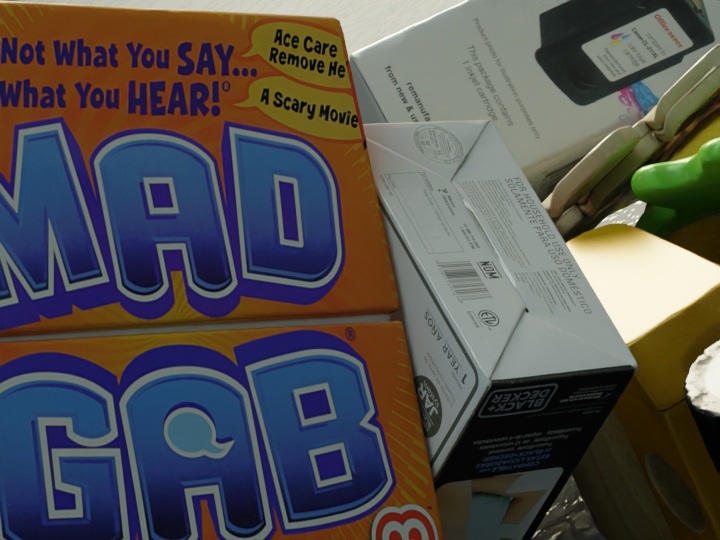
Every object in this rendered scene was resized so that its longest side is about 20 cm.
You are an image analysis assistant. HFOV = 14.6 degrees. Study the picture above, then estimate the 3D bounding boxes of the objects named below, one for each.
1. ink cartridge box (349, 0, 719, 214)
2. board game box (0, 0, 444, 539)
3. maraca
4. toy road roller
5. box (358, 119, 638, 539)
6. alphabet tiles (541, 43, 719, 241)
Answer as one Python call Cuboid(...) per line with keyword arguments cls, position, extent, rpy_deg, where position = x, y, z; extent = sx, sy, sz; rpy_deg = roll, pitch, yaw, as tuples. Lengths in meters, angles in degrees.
Cuboid(cls="ink cartridge box", position=(0.101, -0.079, 1.228), extent=(0.200, 0.083, 0.146), rpy_deg=(-26, -14, -7))
Cuboid(cls="board game box", position=(-0.123, 0.041, 0.880), extent=(0.200, 0.200, 0.200), rpy_deg=(-3, -12, -46))
Cuboid(cls="maraca", position=(0.165, -0.022, 1.030), extent=(0.137, 0.107, 0.200), rpy_deg=(-12, -15, 10))
Cuboid(cls="toy road roller", position=(0.160, 0.041, 0.939), extent=(0.146, 0.123, 0.200), rpy_deg=(-33, 25, -16))
Cuboid(cls="box", position=(0.006, 0.058, 0.958), extent=(0.060, 0.200, 0.117), rpy_deg=(-4, 49, -32))
Cuboid(cls="alphabet tiles", position=(0.077, -0.015, 1.085), extent=(0.200, 0.015, 0.196), rpy_deg=(-44, -6, 15))
